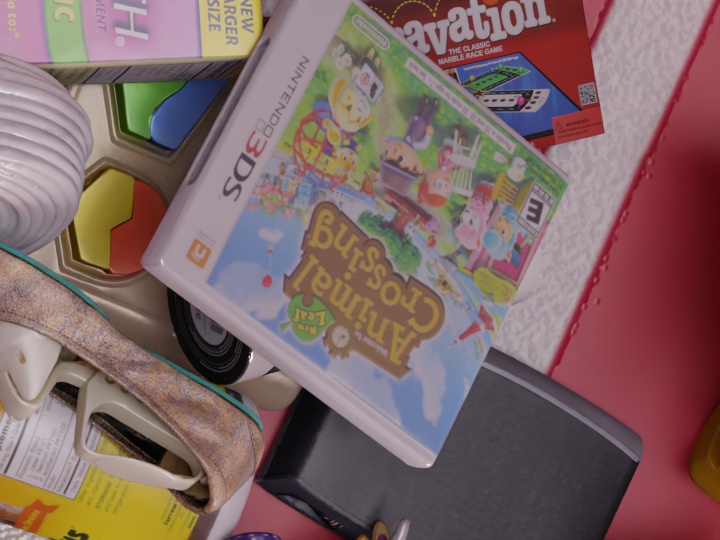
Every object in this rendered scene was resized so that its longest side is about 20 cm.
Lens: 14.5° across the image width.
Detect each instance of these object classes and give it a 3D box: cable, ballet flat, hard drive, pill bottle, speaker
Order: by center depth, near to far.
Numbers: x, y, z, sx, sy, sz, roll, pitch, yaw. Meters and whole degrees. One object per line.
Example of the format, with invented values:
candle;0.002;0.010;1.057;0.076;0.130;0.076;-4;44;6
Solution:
ballet flat;-0.138;0.056;1.414;0.200;0.068;0.067;33;59;-8
cable;-0.232;-0.053;1.415;0.199;0.200;0.070;9;66;-32
pill bottle;-0.161;0.085;1.495;0.199;0.109;0.110;21;89;-16
speaker;0.000;0.000;1.517;0.199;0.081;0.082;-15;99;-36
hard drive;0.056;0.109;1.593;0.199;0.042;0.135;27;87;-16

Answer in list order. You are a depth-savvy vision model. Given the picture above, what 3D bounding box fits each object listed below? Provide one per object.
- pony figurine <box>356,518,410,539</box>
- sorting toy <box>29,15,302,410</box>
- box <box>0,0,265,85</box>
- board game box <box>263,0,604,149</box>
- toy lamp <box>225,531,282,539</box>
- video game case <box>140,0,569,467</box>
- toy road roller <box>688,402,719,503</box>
pony figurine;-0.004;0.255;1.514;0.166;0.200;0.193;16;121;-23
sorting toy;-0.084;-0.043;1.543;0.185;0.036;0.201;22;89;-17
box;-0.157;-0.187;1.462;0.199;0.097;0.177;-3;88;-13
board game box;0.040;-0.106;1.562;0.199;0.019;0.103;-14;98;-26
toy lamp;-0.047;0.231;1.432;0.058;0.058;0.201;3;63;-16
video game case;0.003;-0.026;1.456;0.200;0.022;0.183;38;69;-29
toy road roller;0.270;0.071;1.627;0.123;0.146;0.200;37;47;-15
